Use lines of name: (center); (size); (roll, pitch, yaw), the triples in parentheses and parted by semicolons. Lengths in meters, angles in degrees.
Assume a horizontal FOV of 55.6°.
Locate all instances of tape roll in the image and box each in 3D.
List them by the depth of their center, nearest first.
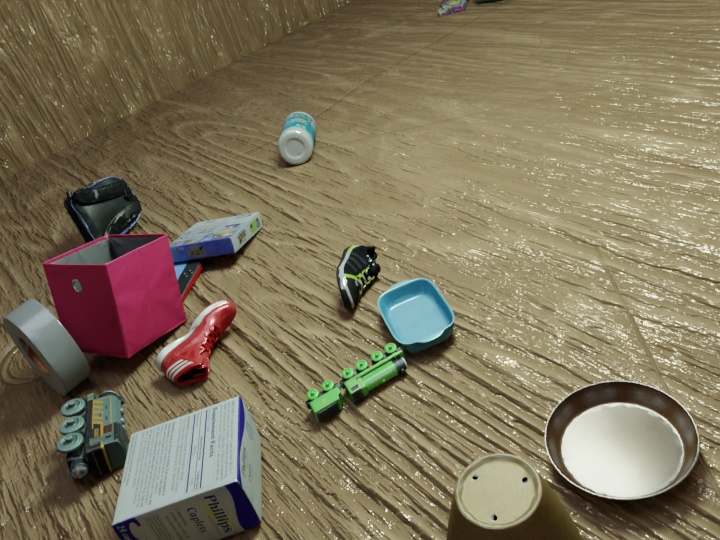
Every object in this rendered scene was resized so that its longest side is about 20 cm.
tape roll: (-0.651, 0.160, 1.418); (0.197, 0.204, 0.066); (14, 43, 41)

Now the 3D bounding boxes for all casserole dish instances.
casserole dish: (0.104, 0.085, 1.267); (0.118, 0.040, 0.201); (-22, 33, -4)

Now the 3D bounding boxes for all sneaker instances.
sneaker: (-0.306, 0.155, 1.374); (0.200, 0.079, 0.114); (-46, 47, -16)
sneaker: (0.000, 0.000, 1.420); (0.080, 0.073, 0.202); (-10, 33, 12)

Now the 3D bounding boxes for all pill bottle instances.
pill bottle: (-0.193, -0.420, 2.116); (0.108, 0.113, 0.202); (-13, 32, 10)

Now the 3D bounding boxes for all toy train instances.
toy train: (-0.004, 0.192, 1.169); (0.196, 0.042, 0.057); (-28, 43, -13)
toy train: (-0.484, 0.295, 1.247); (0.111, 0.087, 0.200); (-14, 28, -14)

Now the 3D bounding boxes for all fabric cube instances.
fabric cube: (-0.524, 0.048, 1.471); (0.191, 0.205, 0.200); (2, 21, 26)

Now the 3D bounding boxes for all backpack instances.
backpack: (-0.751, -0.174, 2.007); (0.152, 0.204, 0.190); (-2, 30, 49)

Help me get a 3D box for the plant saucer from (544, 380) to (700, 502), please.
plant saucer: (0.348, 0.232, 0.918); (0.194, 0.035, 0.202); (-14, 33, 9)

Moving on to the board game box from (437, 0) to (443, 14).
board game box: (0.409, -1.166, 2.978); (0.117, 0.033, 0.202); (-9, 34, 25)

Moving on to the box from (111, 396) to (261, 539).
box: (-0.258, 0.320, 1.053); (0.195, 0.107, 0.185); (-19, 31, 2)

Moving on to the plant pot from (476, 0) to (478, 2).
plant pot: (0.555, -1.213, 2.827); (0.185, 0.203, 0.201); (-12, 29, 40)

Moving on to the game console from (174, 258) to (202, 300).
game console: (-0.495, 0.038, 1.676); (0.194, 0.032, 0.179); (-8, 34, 20)

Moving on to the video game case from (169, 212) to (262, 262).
video game case: (-0.373, -0.085, 1.749); (0.194, 0.047, 0.182); (-8, 21, 20)

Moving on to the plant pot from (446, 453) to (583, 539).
plant pot: (0.168, 0.306, 0.749); (0.181, 0.204, 0.188); (-13, 33, 8)
